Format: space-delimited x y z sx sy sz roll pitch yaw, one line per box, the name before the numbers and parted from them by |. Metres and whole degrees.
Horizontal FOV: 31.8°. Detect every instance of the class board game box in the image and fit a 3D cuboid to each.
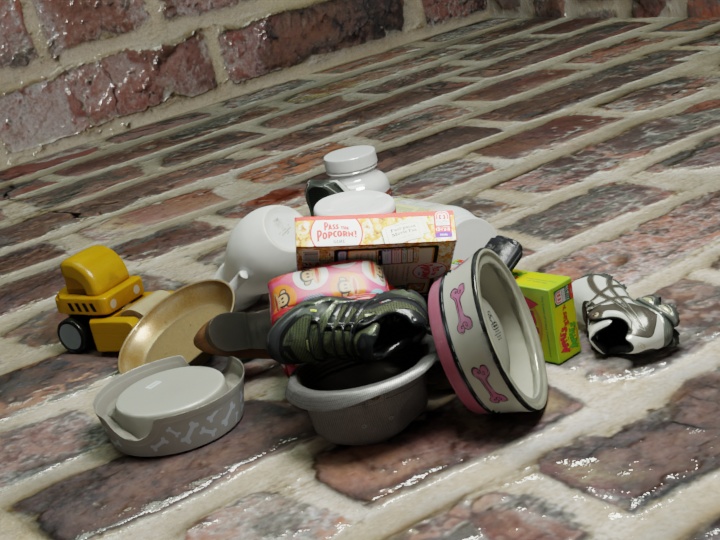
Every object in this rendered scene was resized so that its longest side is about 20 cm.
board game box | 0.191 0.051 1.655 0.047 0.102 0.200 -25 23 -36
board game box | 0.017 -0.016 1.609 0.199 0.152 0.047 -2 62 -4

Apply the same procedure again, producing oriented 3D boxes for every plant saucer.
plant saucer | -0.256 0.095 1.806 0.199 0.035 0.201 -24 33 17

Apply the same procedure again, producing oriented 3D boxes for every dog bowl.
dog bowl | -0.240 0.173 1.622 0.199 0.059 0.200 -10 18 3
dog bowl | 0.147 0.079 1.478 0.074 0.201 0.200 -21 14 22

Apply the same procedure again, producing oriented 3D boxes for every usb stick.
usb stick | 0.136 0.040 1.593 0.055 0.033 0.200 21 67 42

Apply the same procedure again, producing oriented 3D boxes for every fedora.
fedora | 0.013 0.145 1.505 0.199 0.091 0.177 -21 20 -20

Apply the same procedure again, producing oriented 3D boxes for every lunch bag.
lunch bag | -0.025 0.063 1.620 0.175 0.200 0.082 -10 60 -2

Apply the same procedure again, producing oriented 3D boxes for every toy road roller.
toy road roller | -0.383 0.040 1.950 0.199 0.147 0.123 0 22 31

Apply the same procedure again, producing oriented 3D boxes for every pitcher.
pitcher | -0.169 -0.001 1.938 0.200 0.121 0.172 -44 6 47

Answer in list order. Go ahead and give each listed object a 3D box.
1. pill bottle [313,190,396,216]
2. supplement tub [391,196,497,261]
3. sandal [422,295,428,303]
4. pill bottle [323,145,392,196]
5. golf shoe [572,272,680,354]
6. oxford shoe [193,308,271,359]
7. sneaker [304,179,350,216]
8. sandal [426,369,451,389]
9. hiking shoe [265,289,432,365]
pill bottle | 0.000 0.000 1.746 0.113 0.201 0.114 -4 21 2
supplement tub | 0.098 -0.029 1.874 0.145 0.146 0.200 -24 22 -32
sandal | 0.139 0.067 1.632 0.075 0.045 0.200 6 24 -46
pill bottle | 0.000 -0.093 2.031 0.112 0.201 0.112 -10 18 3
golf shoe | 0.310 0.058 1.608 0.094 0.078 0.200 -22 20 -28
oxford shoe | -0.137 0.090 1.731 0.199 0.072 0.071 7 -19 -35
sneaker | -0.037 -0.043 1.925 0.080 0.201 0.086 -8 28 26
sandal | 0.087 0.099 1.649 0.081 0.055 0.200 -14 19 -8
hiking shoe | -0.013 0.070 1.474 0.199 0.076 0.101 -14 15 -4
